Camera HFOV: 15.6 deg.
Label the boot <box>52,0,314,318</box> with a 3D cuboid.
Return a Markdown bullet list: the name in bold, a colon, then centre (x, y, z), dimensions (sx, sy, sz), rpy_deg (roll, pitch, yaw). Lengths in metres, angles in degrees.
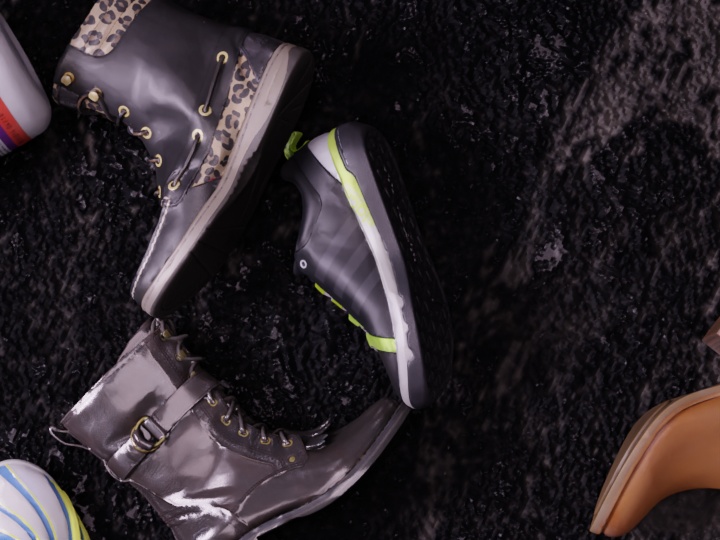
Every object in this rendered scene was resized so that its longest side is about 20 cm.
- **boot**: centre (-0.136, -0.086, 1.733), dimensions (0.150, 0.073, 0.201), rpy_deg (29, 93, 14)

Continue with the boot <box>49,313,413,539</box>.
- **boot**: centre (-0.085, 0.098, 1.726), dimensions (0.200, 0.069, 0.174), rpy_deg (-38, 82, -2)

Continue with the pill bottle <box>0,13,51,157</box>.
- **pill bottle**: centre (-0.310, -0.096, 1.728), dimensions (0.199, 0.112, 0.113), rpy_deg (-31, 85, 0)

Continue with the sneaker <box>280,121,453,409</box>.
- **sneaker**: centre (0.000, 0.000, 1.738), dimensions (0.082, 0.072, 0.202), rpy_deg (-20, 80, 22)

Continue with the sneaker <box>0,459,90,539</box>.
- **sneaker**: centre (-0.207, 0.219, 1.703), dimensions (0.075, 0.105, 0.202), rpy_deg (-18, 85, 1)

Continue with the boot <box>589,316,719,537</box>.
- **boot**: centre (0.257, 0.128, 1.705), dimensions (0.154, 0.074, 0.200), rpy_deg (39, 91, 1)
